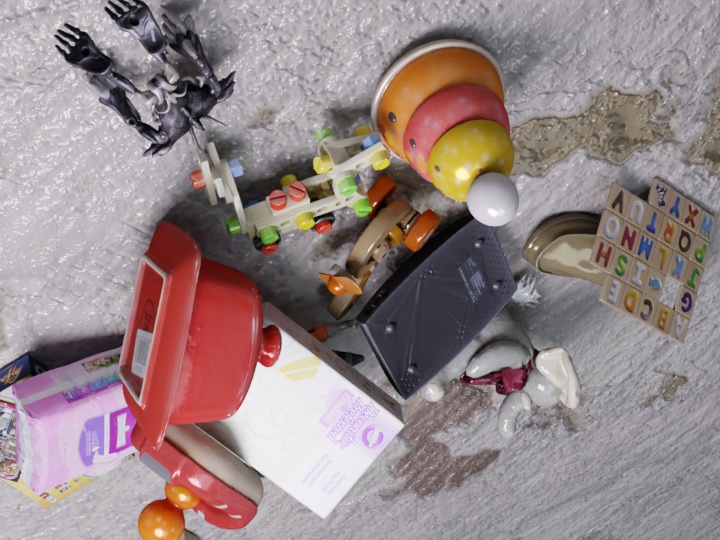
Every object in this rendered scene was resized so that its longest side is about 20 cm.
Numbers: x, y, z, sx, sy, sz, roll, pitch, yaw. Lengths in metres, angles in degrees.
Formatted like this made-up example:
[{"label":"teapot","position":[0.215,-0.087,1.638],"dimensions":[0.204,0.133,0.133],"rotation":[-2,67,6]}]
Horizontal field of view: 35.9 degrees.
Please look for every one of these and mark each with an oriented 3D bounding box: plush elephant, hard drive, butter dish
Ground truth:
[{"label":"plush elephant","position":[0.182,0.125,1.359],"dimensions":[0.200,0.155,0.165],"rotation":[-42,179,-2]},{"label":"hard drive","position":[0.087,0.036,1.266],"dimensions":[0.200,0.042,0.135],"rotation":[-42,126,-20]},{"label":"butter dish","position":[-0.149,0.067,1.109],"dimensions":[0.147,0.200,0.201],"rotation":[11,95,-23]}]

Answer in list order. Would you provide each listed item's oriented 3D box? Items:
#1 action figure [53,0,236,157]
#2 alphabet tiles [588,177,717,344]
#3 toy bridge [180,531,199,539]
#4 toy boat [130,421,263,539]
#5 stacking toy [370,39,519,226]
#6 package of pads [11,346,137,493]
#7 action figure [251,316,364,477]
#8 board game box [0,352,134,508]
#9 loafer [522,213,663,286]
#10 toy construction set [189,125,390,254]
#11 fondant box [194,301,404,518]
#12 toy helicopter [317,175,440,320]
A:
[{"label":"action figure","position":[-0.185,-0.177,0.991],"dimensions":[0.119,0.102,0.200],"rotation":[-37,160,2]},{"label":"alphabet tiles","position":[0.351,-0.021,1.334],"dimensions":[0.199,0.008,0.168],"rotation":[25,79,-35]},{"label":"toy bridge","position":[-0.300,0.433,1.550],"dimensions":[0.199,0.027,0.067],"rotation":[-36,135,13]},{"label":"toy boat","position":[-0.194,0.244,1.220],"dimensions":[0.131,0.130,0.200],"rotation":[-54,155,-12]},{"label":"stacking toy","position":[0.102,-0.118,1.083],"dimensions":[0.145,0.201,0.147],"rotation":[-11,133,-12]},{"label":"package of pads","position":[-0.284,0.155,1.228],"dimensions":[0.199,0.076,0.121],"rotation":[-20,139,-34]},{"label":"action figure","position":[-0.095,0.137,1.293],"dimensions":[0.192,0.105,0.202],"rotation":[0,108,8]},{"label":"board game box","position":[-0.376,0.191,1.293],"dimensions":[0.135,0.035,0.200],"rotation":[-30,135,6]},{"label":"loafer","position":[0.290,-0.019,1.343],"dimensions":[0.198,0.068,0.076],"rotation":[0,129,-23]},{"label":"toy construction set","position":[-0.070,-0.083,1.123],"dimensions":[0.198,0.093,0.131],"rotation":[-7,158,-6]},{"label":"fondant box","position":[-0.072,0.153,1.219],"dimensions":[0.200,0.058,0.145],"rotation":[38,100,-11]},{"label":"toy helicopter","position":[0.000,0.000,1.219],"dimensions":[0.132,0.079,0.200],"rotation":[-47,171,-37]}]
